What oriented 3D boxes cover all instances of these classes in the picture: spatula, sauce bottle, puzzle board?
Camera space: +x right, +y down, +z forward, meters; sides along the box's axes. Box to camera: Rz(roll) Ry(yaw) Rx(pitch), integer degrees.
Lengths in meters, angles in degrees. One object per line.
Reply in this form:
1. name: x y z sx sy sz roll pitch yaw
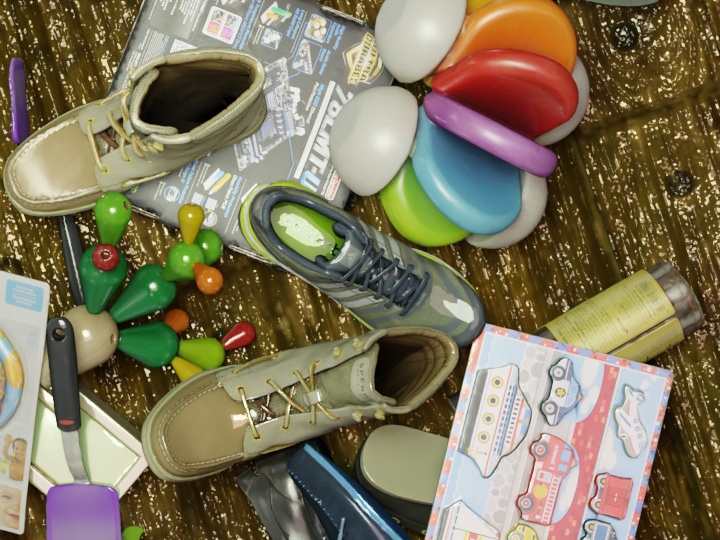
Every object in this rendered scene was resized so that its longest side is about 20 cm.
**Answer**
1. spatula: -0.204 0.124 1.364 0.056 0.021 0.200 1 116 6
2. sauce bottle: 0.160 0.064 1.449 0.200 0.065 0.065 -28 90 -4
3. spatula: -0.234 -0.061 1.438 0.021 0.057 0.200 -19 93 1
4. puzzle board: 0.135 0.153 1.404 0.150 0.017 0.200 14 87 -3

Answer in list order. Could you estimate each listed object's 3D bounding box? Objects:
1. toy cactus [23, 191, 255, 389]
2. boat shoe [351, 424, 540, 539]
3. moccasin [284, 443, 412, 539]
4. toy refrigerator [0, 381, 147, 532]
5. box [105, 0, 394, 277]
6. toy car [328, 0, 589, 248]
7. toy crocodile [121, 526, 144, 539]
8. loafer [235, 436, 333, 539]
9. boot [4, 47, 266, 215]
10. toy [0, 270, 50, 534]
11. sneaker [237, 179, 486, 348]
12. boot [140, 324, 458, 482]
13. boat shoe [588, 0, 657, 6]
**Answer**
1. toy cactus: -0.161 0.034 1.380 0.165 0.200 0.102 -35 58 -5
2. boat shoe: 0.089 0.176 1.446 0.201 0.063 0.074 22 66 -2
3. moccasin: 0.009 0.214 1.361 0.068 0.080 0.200 -42 81 1
4. toy refrigerator: -0.250 0.100 1.423 0.200 0.070 0.076 41 87 -1
5. box: -0.090 -0.118 1.447 0.198 0.050 0.200 21 89 -4
6. toy car: 0.090 -0.109 1.387 0.175 0.150 0.200 24 87 -29
7. toy crocodile: -0.107 0.263 1.435 0.200 0.062 0.068 28 129 -3
8. loafer: -0.032 0.228 1.437 0.072 0.073 0.200 -19 80 5
9. boot: -0.160 -0.098 1.334 0.200 0.155 0.072 -21 90 -5
10. toy: -0.289 0.094 1.359 0.115 0.047 0.200 14 114 11
11. sneaker: 0.000 0.000 1.387 0.200 0.081 0.074 27 90 -1
12. boot: -0.043 0.090 1.354 0.200 0.155 0.072 -20 93 -38
13. boat shoe: 0.139 -0.243 1.462 0.202 0.065 0.075 5 107 3
